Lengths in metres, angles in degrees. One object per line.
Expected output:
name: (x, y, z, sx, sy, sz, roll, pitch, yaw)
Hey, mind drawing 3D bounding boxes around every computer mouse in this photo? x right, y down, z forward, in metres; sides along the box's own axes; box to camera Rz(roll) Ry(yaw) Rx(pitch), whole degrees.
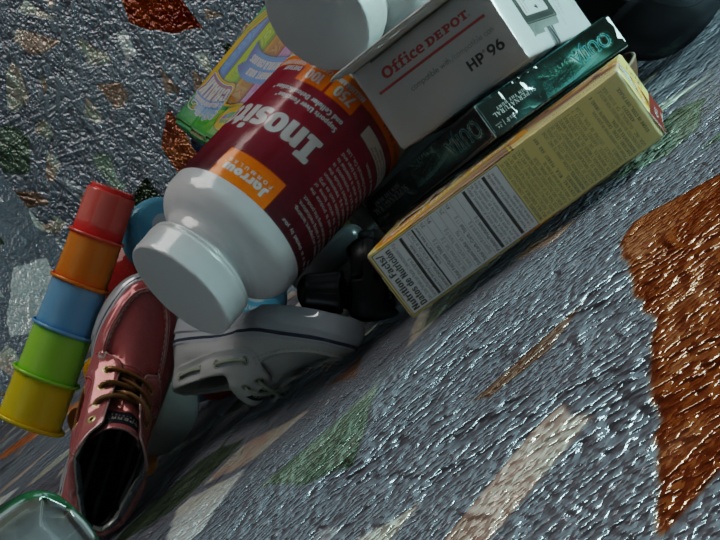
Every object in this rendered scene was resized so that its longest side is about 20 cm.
computer mouse: (0.275, -0.227, 1.184, 0.200, 0.053, 0.139, -39, -7, -22)

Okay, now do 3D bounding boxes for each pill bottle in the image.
pill bottle: (0.017, -0.231, 1.054, 0.112, 0.112, 0.200, -31, 18, 49)
pill bottle: (-0.065, -0.055, 1.048, 0.200, 0.113, 0.113, -50, 11, -25)

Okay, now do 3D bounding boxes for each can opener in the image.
can opener: (0.025, -0.051, 1.212, 0.200, 0.053, 0.066, -49, -6, 12)
can opener: (0.000, 0.000, 1.104, 0.200, 0.078, 0.064, -45, -34, -85)

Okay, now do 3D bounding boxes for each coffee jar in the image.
coffee jar: (-0.248, 0.209, 0.981, 0.104, 0.085, 0.200, -43, 8, -32)

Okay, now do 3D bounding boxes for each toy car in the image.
toy car: (-0.186, 0.079, 1.235, 0.201, 0.176, 0.184, -59, 7, -35)

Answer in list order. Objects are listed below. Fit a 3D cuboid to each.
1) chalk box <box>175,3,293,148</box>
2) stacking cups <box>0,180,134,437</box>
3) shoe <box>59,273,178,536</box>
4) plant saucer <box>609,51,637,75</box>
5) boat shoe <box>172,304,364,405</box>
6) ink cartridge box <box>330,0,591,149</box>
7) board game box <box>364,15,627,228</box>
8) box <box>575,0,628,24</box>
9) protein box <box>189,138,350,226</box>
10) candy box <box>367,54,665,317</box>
chalk box: (-0.060, -0.117, 1.213, 0.200, 0.124, 0.124, -53, 32, -3)
stacking cups: (-0.230, 0.029, 1.178, 0.060, 0.060, 0.201, -174, 104, -80)
shoe: (-0.178, 0.101, 1.124, 0.091, 0.071, 0.202, -177, 103, -74)
plant saucer: (0.137, -0.092, 1.127, 0.200, 0.035, 0.200, -39, 6, 5)
boat shoe: (-0.070, 0.067, 1.084, 0.199, 0.073, 0.067, -7, 71, 53)
ink cartridge box: (0.074, -0.150, 1.027, 0.116, 0.068, 0.200, -35, -1, 29)
board game box: (0.092, -0.102, 1.064, 0.135, 0.028, 0.200, -36, -1, -26)
box: (0.193, -0.222, 1.283, 0.141, 0.079, 0.200, -49, -10, 31)
protein box: (-0.013, -0.123, 1.413, 0.200, 0.199, 0.135, -43, 5, -32)
candy box: (0.104, -0.058, 0.974, 0.200, 0.055, 0.115, -37, 3, 17)
